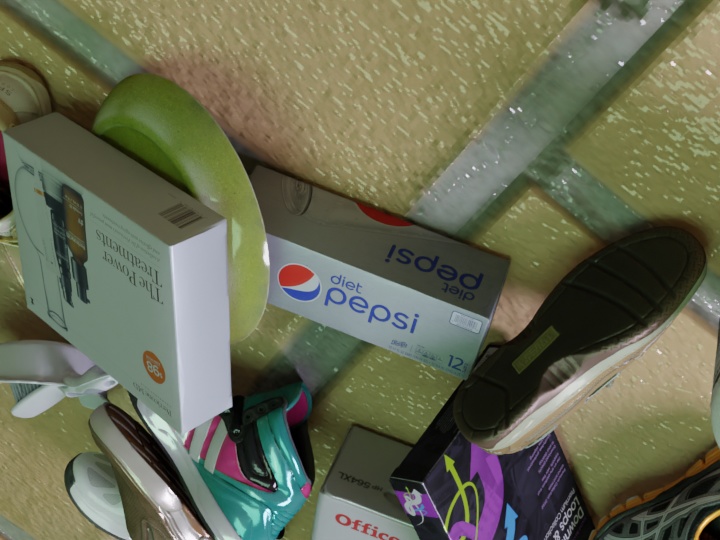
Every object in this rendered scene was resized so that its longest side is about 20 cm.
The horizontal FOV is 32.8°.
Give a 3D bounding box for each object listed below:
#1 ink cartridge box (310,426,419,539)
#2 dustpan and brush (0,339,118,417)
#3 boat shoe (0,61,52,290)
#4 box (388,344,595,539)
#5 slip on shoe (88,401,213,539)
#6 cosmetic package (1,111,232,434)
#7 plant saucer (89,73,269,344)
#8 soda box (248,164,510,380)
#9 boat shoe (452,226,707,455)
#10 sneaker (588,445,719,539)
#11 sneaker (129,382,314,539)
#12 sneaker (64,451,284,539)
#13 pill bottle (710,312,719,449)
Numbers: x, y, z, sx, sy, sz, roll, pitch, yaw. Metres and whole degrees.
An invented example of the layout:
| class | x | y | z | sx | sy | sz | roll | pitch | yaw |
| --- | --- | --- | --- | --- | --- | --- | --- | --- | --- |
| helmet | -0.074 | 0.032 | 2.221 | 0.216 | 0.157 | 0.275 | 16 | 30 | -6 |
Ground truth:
| class | x | y | z | sx | sy | sz | roll | pitch | yaw |
| --- | --- | --- | --- | --- | --- | --- | --- | --- | --- |
| ink cartridge box | 0.032 | 0.245 | 1.019 | 0.144 | 0.085 | 0.202 | 19 | 129 | 9 |
| dustpan and brush | -0.241 | 0.088 | 0.975 | 0.138 | 0.058 | 0.199 | 17 | 149 | -36 |
| boat shoe | -0.265 | -0.054 | 0.928 | 0.073 | 0.069 | 0.202 | 8 | 127 | 16 |
| box | 0.106 | 0.178 | 0.901 | 0.036 | 0.143 | 0.202 | 1 | 128 | 41 |
| slip on shoe | -0.166 | 0.196 | 0.992 | 0.060 | 0.076 | 0.201 | -34 | 117 | -1 |
| cosmetic package | -0.169 | -0.002 | 0.848 | 0.199 | 0.051 | 0.152 | 31 | 135 | 36 |
| plant saucer | -0.139 | -0.035 | 0.858 | 0.199 | 0.031 | 0.202 | 29 | 131 | 38 |
| soda box | 0.000 | 0.000 | 0.862 | 0.198 | 0.069 | 0.064 | 21 | 132 | 7 |
| boat shoe | 0.153 | 0.051 | 0.824 | 0.199 | 0.072 | 0.076 | -39 | 141 | 14 |
| sneaker | 0.232 | 0.203 | 0.893 | 0.078 | 0.078 | 0.200 | 33 | 120 | -12 |
| sneaker | -0.101 | 0.115 | 0.975 | 0.120 | 0.084 | 0.201 | -34 | 78 | 1 |
| sneaker | -0.154 | 0.193 | 1.076 | 0.199 | 0.076 | 0.116 | 31 | 122 | -13 |
| pill bottle | 0.263 | 0.061 | 0.715 | 0.109 | 0.201 | 0.112 | 10 | 128 | 13 |
